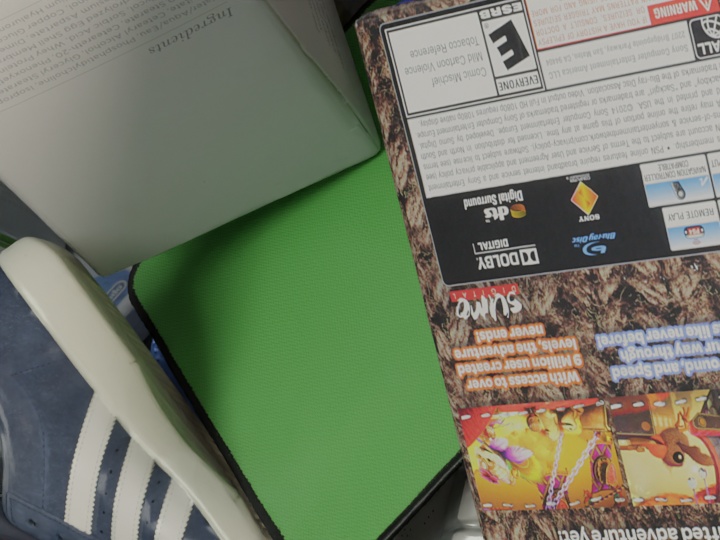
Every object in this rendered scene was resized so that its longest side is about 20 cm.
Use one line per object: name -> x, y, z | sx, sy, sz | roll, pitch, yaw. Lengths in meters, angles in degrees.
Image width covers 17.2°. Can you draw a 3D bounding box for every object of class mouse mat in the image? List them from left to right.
mouse mat -> 0.000, 0.000, 0.828 | 0.161, 0.008, 0.200 | -47, 42, 10

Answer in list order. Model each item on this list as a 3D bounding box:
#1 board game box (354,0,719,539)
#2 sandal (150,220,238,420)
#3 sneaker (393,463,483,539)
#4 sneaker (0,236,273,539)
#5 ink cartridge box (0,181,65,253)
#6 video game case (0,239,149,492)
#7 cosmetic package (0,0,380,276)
board game box -> 0.108, 0.010, 0.606 | 0.159, 0.097, 0.200 | -7, 100, 44
sandal -> -0.061, 0.074, 0.905 | 0.079, 0.087, 0.200 | -3, 86, 49
sneaker -> 0.026, 0.108, 0.828 | 0.115, 0.075, 0.200 | 5, 83, 52
sneaker -> -0.085, 0.088, 0.842 | 0.084, 0.075, 0.200 | -38, 81, 1
ink cartridge box -> -0.169, -0.107, 0.977 | 0.059, 0.104, 0.200 | -8, 72, 27
video game case -> -0.183, 0.038, 0.995 | 0.182, 0.022, 0.200 | 23, 65, 45
cosmetic package -> -0.103, -0.140, 0.826 | 0.123, 0.200, 0.200 | -25, 56, 12
